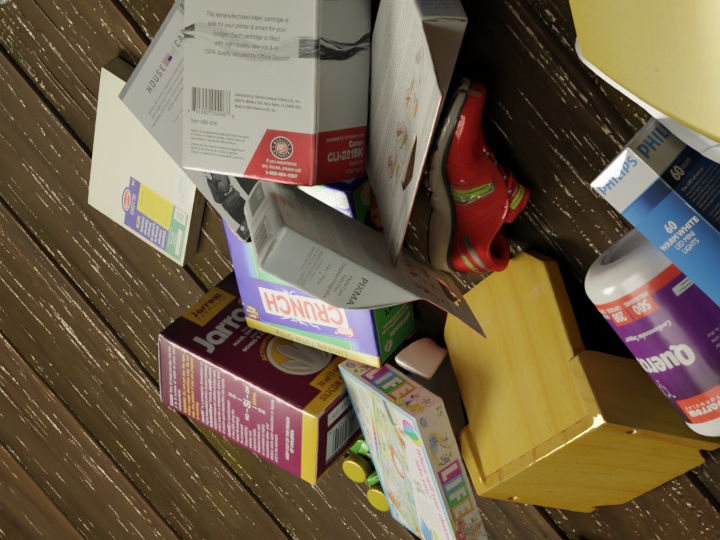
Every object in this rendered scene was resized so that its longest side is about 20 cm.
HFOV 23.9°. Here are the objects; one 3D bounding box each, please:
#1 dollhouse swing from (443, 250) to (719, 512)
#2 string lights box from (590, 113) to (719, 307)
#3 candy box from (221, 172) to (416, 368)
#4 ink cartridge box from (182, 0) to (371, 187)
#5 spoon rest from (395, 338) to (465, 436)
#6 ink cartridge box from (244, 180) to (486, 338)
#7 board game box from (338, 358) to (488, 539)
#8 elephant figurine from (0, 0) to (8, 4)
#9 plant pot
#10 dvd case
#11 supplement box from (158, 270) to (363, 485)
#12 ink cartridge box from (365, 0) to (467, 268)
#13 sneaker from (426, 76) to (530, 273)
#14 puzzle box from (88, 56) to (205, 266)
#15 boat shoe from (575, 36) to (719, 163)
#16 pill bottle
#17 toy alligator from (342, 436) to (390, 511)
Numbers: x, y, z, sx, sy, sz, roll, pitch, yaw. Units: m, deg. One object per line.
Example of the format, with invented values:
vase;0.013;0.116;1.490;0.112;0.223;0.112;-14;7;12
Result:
dollhouse swing;0.194;0.100;1.547;0.181;0.176;0.200;12;149;-26
string lights box;0.284;-0.037;1.294;0.200;0.103;0.059;44;141;3
candy box;-0.044;-0.024;1.616;0.169;0.077;0.200;14;132;33
ink cartridge box;-0.071;-0.181;1.441;0.144;0.084;0.200;10;105;33
spoon rest;0.066;0.129;1.679;0.099;0.061;0.200;31;152;19
ink cartridge box;0.000;0.000;1.442;0.200;0.160;0.047;30;102;-17
board game box;0.054;0.184;1.636;0.134;0.034;0.200;32;147;51
elephant figurine;-0.317;-0.321;1.587;0.141;0.156;0.200;9;161;-23
plant pot;0.240;-0.215;1.123;0.176;0.200;0.200;18;135;46
dvd case;-0.123;-0.147;1.548;0.200;0.025;0.150;48;120;19
supplement box;-0.088;0.106;1.728;0.200;0.131;0.103;25;135;23
ink cartridge box;0.045;-0.132;1.389;0.200;0.045;0.176;105;156;-47
sneaker;0.105;-0.080;1.458;0.085;0.077;0.200;8;133;11
puzzle box;-0.215;-0.108;1.737;0.133;0.025;0.200;33;140;15
boat shoe;0.252;-0.146;1.261;0.200;0.072;0.068;39;143;19
pill bottle;0.279;0.053;1.369;0.200;0.112;0.112;52;141;-7
toy alligator;0.046;0.223;1.764;0.200;0.059;0.054;49;141;-4
